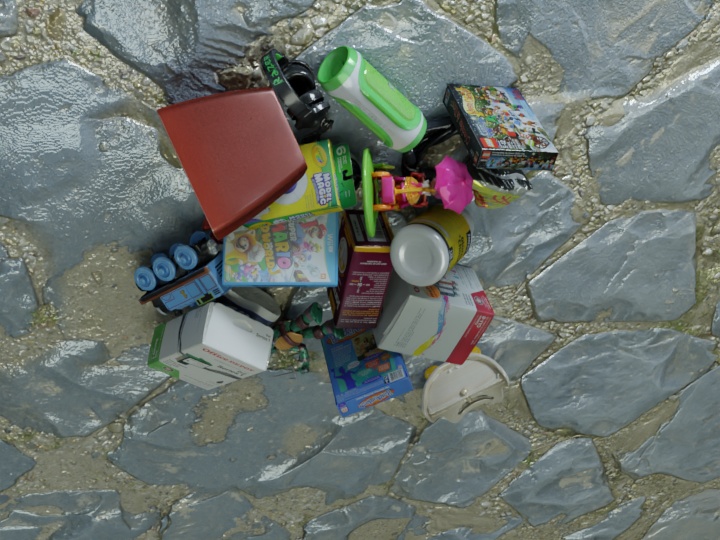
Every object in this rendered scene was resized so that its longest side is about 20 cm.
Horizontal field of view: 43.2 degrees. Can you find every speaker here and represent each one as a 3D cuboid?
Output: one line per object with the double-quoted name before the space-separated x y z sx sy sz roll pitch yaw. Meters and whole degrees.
"speaker" 0.021 -0.280 1.499 0.088 0.089 0.199 -40 129 19

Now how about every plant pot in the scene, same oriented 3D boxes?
"plant pot" -0.189 -0.179 1.423 0.174 0.200 0.202 -25 93 -7

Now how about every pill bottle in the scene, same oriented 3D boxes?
"pill bottle" 0.138 -0.055 1.645 0.111 0.200 0.114 10 113 23

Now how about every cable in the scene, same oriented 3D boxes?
"cable" 0.171 -0.206 1.625 0.197 0.051 0.164 -14 136 -5

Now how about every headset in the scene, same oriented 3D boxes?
"headset" -0.103 -0.269 1.457 0.093 0.125 0.200 -34 150 15

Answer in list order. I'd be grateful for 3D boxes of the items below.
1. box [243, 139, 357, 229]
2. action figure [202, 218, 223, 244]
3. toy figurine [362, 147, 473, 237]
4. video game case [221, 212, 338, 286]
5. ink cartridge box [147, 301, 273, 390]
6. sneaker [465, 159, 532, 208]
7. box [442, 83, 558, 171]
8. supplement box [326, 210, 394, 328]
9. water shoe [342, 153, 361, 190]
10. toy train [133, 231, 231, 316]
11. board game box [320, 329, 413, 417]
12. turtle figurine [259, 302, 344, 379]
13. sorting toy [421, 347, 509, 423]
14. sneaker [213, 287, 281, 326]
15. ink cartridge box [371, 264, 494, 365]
"box" -0.109 -0.146 1.528 0.197 0.119 0.048 -11 171 8
"action figure" -0.173 -0.091 1.630 0.197 0.100 0.066 3 136 12
"toy figurine" 0.103 -0.136 1.559 0.181 0.200 0.153 -2 90 6
"video game case" -0.136 -0.044 1.558 0.197 0.145 0.018 0 168 2
"ink cartridge box" -0.275 0.141 1.662 0.145 0.085 0.199 27 148 -32
"sneaker" 0.234 -0.147 1.648 0.090 0.079 0.199 -40 153 28
"box" 0.230 -0.240 1.514 0.134 0.201 0.038 1 131 -17
"supplement box" 0.000 0.000 1.715 0.084 0.111 0.202 1 129 -16
"water shoe" -0.096 -0.156 1.576 0.197 0.079 0.072 -16 132 -2
"toy train" -0.314 0.013 1.613 0.198 0.087 0.115 -24 104 30
"board game box" 0.008 0.178 1.809 0.150 0.201 0.045 -21 133 4
"turtle figurine" -0.137 0.138 1.780 0.199 0.102 0.149 -31 150 26
"sorting toy" 0.240 0.276 2.034 0.198 0.108 0.181 -26 139 7
"sneaker" -0.263 0.078 1.727 0.146 0.081 0.199 -39 128 20
"ink cartridge box" 0.130 0.072 1.790 0.198 0.146 0.146 13 125 -25
